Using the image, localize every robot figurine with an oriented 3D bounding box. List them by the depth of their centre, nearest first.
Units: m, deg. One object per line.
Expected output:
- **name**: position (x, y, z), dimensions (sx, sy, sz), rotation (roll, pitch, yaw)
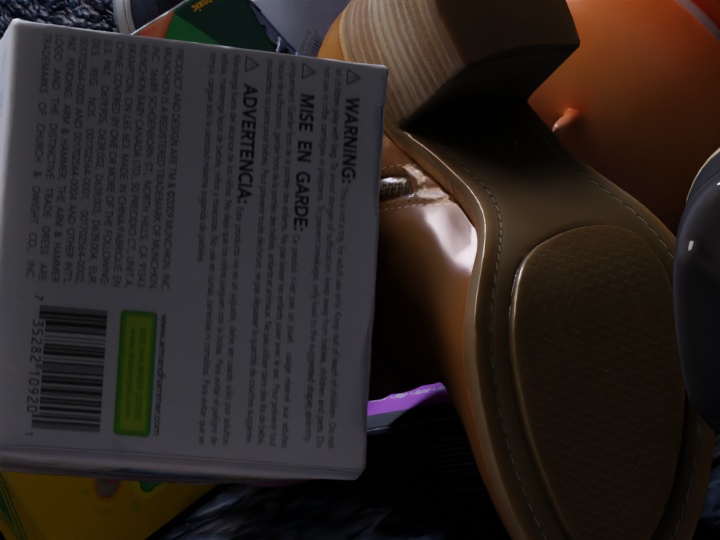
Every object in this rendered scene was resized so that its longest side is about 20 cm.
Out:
- **robot figurine**: position (0.097, -0.083, 0.708), dimensions (0.143, 0.117, 0.200), rotation (-2, 38, 41)

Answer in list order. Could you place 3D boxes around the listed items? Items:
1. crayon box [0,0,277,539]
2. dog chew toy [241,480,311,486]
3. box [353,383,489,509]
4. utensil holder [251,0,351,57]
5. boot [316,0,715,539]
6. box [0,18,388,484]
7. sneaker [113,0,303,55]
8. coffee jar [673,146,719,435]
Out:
- **crayon box**: position (-0.093, 0.003, 0.881), dimensions (0.199, 0.173, 0.058), rotation (-36, 10, -27)
- **dog chew toy**: position (0.000, 0.000, 0.822), dimensions (0.199, 0.126, 0.124), rotation (-27, 8, -37)
- **box**: position (0.100, 0.009, 0.724), dimensions (0.200, 0.036, 0.142), rotation (-40, 16, -37)
- **utensil holder**: position (0.050, -0.125, 1.111), dimensions (0.169, 0.171, 0.200), rotation (-19, 18, 42)
- **boot**: position (0.022, 0.015, 0.623), dimensions (0.076, 0.202, 0.155), rotation (-11, -18, -28)
- **box**: position (-0.071, 0.005, 0.627), dimensions (0.100, 0.114, 0.200), rotation (6, -8, -16)
- **sneaker**: position (-0.014, -0.077, 0.976), dimensions (0.146, 0.203, 0.077), rotation (-9, 37, 53)
- **coffee jar**: position (0.151, -0.022, 0.573), dimensions (0.103, 0.086, 0.200), rotation (1, 24, 24)
